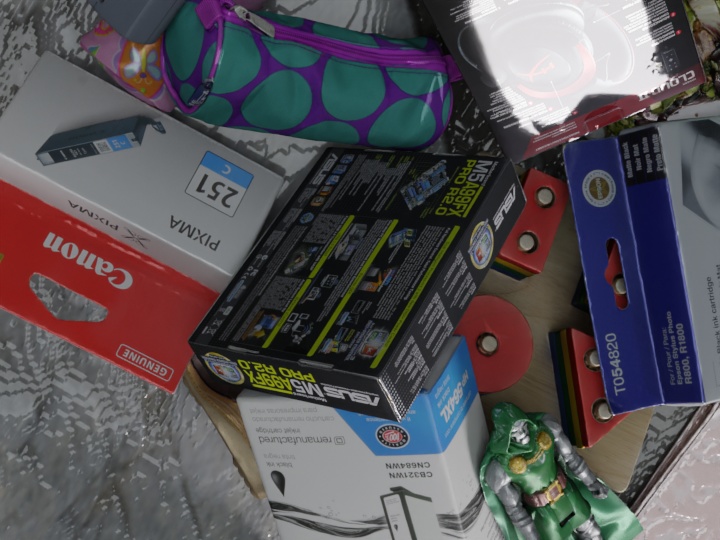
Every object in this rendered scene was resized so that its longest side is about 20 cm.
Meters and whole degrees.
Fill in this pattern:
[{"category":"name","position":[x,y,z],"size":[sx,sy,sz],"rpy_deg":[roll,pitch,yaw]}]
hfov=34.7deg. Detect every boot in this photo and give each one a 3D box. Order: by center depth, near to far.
[{"category":"boot","position":[-0.053,0.060,0.887],"size":[0.166,0.072,0.201],"rpy_deg":[-31,101,-7]}]

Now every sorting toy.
[{"category":"sorting toy","position":[0.146,0.035,0.847],"size":[0.199,0.070,0.200],"rpy_deg":[24,78,-7]}]

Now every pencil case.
[{"category":"pencil case","position":[-0.033,-0.136,0.797],"size":[0.199,0.092,0.085],"rpy_deg":[4,61,-32]},{"category":"pencil case","position":[-0.109,-0.210,0.819],"size":[0.087,0.087,0.200],"rpy_deg":[38,96,-9]}]

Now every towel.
[{"category":"towel","position":[0.321,0.217,0.942],"size":[0.200,0.032,0.191],"rpy_deg":[34,98,-8]}]

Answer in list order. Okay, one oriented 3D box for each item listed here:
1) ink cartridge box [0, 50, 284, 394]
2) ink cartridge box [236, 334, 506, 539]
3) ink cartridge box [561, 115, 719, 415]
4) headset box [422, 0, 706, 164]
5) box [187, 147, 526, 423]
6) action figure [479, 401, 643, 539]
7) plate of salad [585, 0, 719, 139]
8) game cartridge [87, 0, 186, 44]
[{"category":"ink cartridge box","position":[-0.179,-0.036,0.822],"size":[0.199,0.045,0.177],"rpy_deg":[27,64,-7]},{"category":"ink cartridge box","position":[0.017,0.153,0.807],"size":[0.145,0.084,0.201],"rpy_deg":[-5,112,25]},{"category":"ink cartridge box","position":[0.253,-0.010,0.819],"size":[0.199,0.041,0.201],"rpy_deg":[-10,88,-20]},{"category":"headset box","position":[0.132,-0.169,0.761],"size":[0.148,0.075,0.200],"rpy_deg":[-23,138,15]},{"category":"box","position":[0.000,0.000,0.781],"size":[0.160,0.200,0.044],"rpy_deg":[7,140,34]},{"category":"action figure","position":[0.133,0.163,0.799],"size":[0.118,0.055,0.200],"rpy_deg":[-42,123,-17]},{"category":"plate of salad","position":[0.239,-0.172,0.857],"size":[0.199,0.048,0.201],"rpy_deg":[-1,101,-3]},{"category":"game cartridge","position":[-0.157,-0.255,0.761],"size":[0.133,0.041,0.201],"rpy_deg":[-46,62,36]}]
